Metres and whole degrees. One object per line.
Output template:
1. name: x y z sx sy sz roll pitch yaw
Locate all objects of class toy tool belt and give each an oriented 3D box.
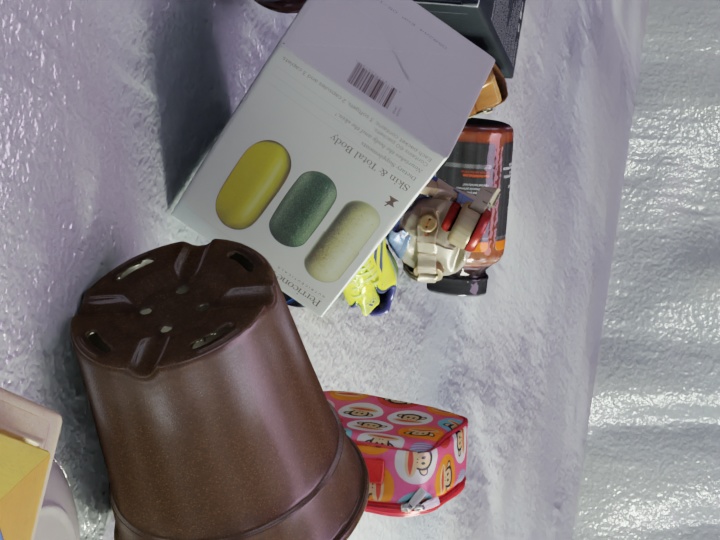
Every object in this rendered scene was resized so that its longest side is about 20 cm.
1. toy tool belt: 0.064 -0.056 1.826 0.126 0.122 0.200 -63 180 -5

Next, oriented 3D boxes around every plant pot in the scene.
1. plant pot: -0.109 0.099 1.282 0.201 0.198 0.200 -63 147 -48

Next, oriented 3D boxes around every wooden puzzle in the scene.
1. wooden puzzle: -0.245 0.154 1.057 0.200 0.037 0.187 41 57 -61

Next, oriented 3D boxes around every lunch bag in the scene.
1. lunch bag: -0.011 0.165 1.594 0.176 0.198 0.083 -18 112 -68

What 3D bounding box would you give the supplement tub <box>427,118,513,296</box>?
1. supplement tub: 0.119 -0.074 2.067 0.107 0.106 0.202 -23 119 -71

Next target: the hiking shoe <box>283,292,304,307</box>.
1. hiking shoe: -0.049 -0.063 1.591 0.087 0.074 0.202 -13 108 -73

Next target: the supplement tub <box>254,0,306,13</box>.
1. supplement tub: -0.045 -0.273 1.472 0.200 0.106 0.108 -43 137 -64

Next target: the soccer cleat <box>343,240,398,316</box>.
1. soccer cleat: 0.001 0.000 1.785 0.200 0.064 0.085 40 41 -73

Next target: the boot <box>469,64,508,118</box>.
1. boot: 0.062 -0.164 1.761 0.200 0.154 0.077 -6 83 -74

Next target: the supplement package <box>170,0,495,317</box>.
1. supplement package: -0.022 -0.105 1.391 0.200 0.151 0.151 -51 -173 40

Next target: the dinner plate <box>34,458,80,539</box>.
1. dinner plate: -0.229 0.223 1.198 0.200 0.024 0.202 6 90 -73

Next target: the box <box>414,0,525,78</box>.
1. box: 0.076 -0.282 1.795 0.200 0.147 0.108 44 54 -70
